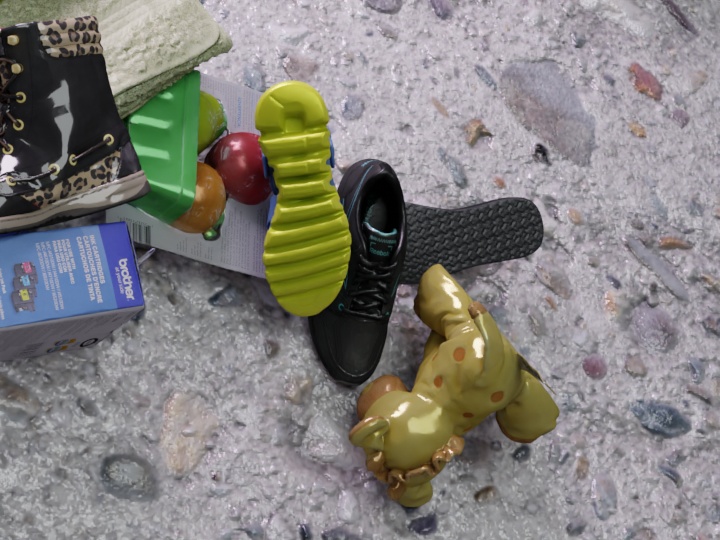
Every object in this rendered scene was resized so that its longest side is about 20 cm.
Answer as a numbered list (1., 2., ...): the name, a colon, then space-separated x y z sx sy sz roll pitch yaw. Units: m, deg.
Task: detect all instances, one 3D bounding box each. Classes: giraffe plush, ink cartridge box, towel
1. giraffe plush: 0.067 0.118 1.441 0.162 0.200 0.173 -40 105 -1
2. ink cartridge box: -0.257 0.021 1.313 0.198 0.136 0.077 -7 78 -29
3. towel: -0.218 -0.197 1.403 0.148 0.037 0.200 44 56 13

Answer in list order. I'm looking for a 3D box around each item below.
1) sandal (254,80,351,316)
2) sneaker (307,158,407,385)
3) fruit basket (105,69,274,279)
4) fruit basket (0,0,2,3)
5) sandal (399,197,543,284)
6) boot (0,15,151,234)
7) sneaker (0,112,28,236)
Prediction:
1. sandal: -0.049 -0.062 1.442 0.079 0.087 0.202 -1 97 -2
2. sneaker: 0.000 0.000 1.462 0.075 0.079 0.202 6 88 -14
3. fruit basket: -0.135 -0.088 1.471 0.199 0.093 0.187 18 60 -37
4. fruit basket: -0.319 -0.299 1.420 0.216 0.216 0.155 49 56 1
5. sandal: 0.074 -0.027 1.552 0.198 0.048 0.076 -4 90 -22
6. boot: -0.265 -0.106 1.273 0.198 0.073 0.152 -15 96 -27
7. sneaker: -0.281 -0.108 1.395 0.075 0.078 0.202 23 59 -15
